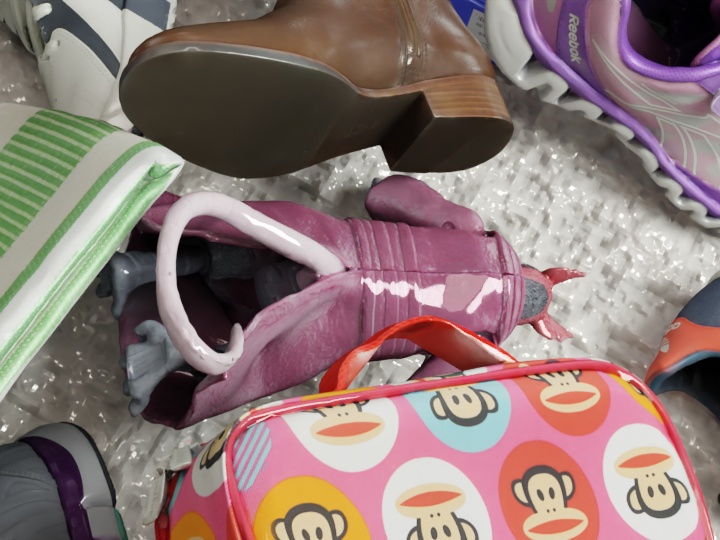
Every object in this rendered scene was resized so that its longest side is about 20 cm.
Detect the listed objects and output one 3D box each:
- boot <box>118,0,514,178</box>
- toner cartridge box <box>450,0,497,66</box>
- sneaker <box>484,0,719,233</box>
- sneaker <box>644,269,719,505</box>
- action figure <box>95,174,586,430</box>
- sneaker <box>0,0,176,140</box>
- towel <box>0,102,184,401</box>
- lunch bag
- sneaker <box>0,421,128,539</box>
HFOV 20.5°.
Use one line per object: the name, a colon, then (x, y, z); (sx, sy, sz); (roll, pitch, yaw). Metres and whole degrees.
boot: (-0.040, -0.134, 0.793); (0.185, 0.064, 0.201); (7, 53, -42)
toner cartridge box: (0.081, -0.193, 0.924); (0.094, 0.043, 0.201); (27, 66, 0)
sneaker: (0.151, -0.080, 0.845); (0.199, 0.088, 0.081); (30, 65, -21)
sneaker: (0.199, 0.088, 0.817); (0.084, 0.075, 0.200); (-38, 69, -23)
action figure: (0.000, 0.000, 0.771); (0.198, 0.149, 0.135); (-2, 68, -17)
sneaker: (-0.140, -0.115, 0.831); (0.128, 0.080, 0.201); (10, 66, -5)
towel: (-0.172, -0.005, 0.743); (0.199, 0.023, 0.153); (10, 56, 43)
lunch bag: (0.031, 0.102, 0.677); (0.199, 0.082, 0.178); (-3, 69, -34)
sneaker: (-0.113, 0.139, 0.705); (0.087, 0.075, 0.200); (-8, 38, -25)
